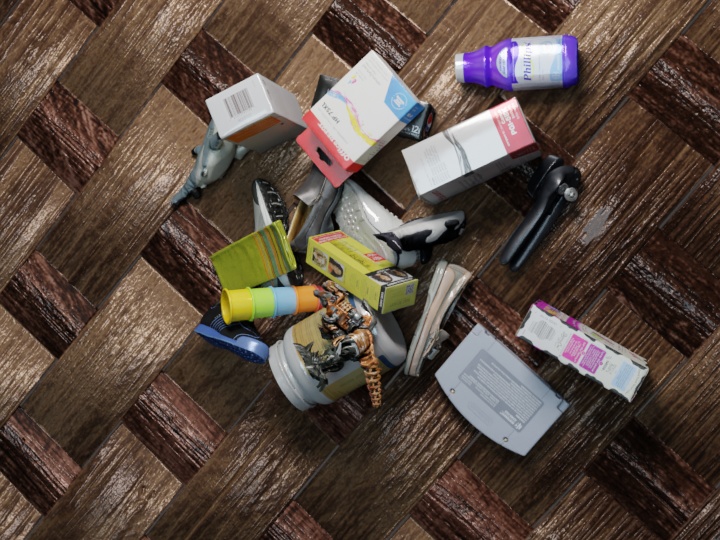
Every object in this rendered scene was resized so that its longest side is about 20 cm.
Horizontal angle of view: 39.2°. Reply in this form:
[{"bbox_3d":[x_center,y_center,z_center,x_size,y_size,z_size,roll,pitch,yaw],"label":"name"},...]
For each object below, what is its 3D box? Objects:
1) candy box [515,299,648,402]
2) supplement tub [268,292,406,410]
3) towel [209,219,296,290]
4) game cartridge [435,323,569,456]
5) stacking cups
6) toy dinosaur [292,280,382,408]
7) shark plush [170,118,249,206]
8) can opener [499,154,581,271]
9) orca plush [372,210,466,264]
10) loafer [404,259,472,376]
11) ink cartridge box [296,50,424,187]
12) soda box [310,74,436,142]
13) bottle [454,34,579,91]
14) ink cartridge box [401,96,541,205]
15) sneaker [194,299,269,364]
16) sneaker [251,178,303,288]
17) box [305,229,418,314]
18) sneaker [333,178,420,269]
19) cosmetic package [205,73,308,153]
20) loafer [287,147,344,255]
[{"bbox_3d":[0.348,0.122,1.584,0.199,0.136,0.061,29,98,13],"label":"candy box"},{"bbox_3d":[-0.038,0.131,1.674,0.199,0.145,0.146,-30,83,12],"label":"supplement tub"},{"bbox_3d":[-0.186,-0.016,1.724,0.199,0.018,0.087,-23,86,44],"label":"towel"},{"bbox_3d":[0.227,0.202,1.666,0.200,0.040,0.134,42,96,11],"label":"game cartridge"},{"bbox_3d":[-0.130,0.049,1.691,0.198,0.060,0.061,-6,88,-21],"label":"stacking cups"},{"bbox_3d":[-0.026,0.115,1.552,0.135,0.102,0.201,-28,53,-5],"label":"toy dinosaur"},{"bbox_3d":[-0.268,-0.197,1.793,0.083,0.090,0.201,48,122,29],"label":"shark plush"},{"bbox_3d":[0.293,-0.087,1.645,0.063,0.079,0.201,22,100,-26],"label":"can opener"},{"bbox_3d":[0.106,-0.043,1.626,0.104,0.200,0.072,-4,101,29],"label":"orca plush"},{"bbox_3d":[0.128,0.085,1.675,0.062,0.072,0.202,18,91,6],"label":"loafer"},{"bbox_3d":[-0.010,-0.241,1.635,0.200,0.067,0.116,-42,82,12],"label":"ink cartridge box"},{"bbox_3d":[0.022,-0.271,1.698,0.198,0.071,0.064,17,94,13],"label":"soda box"},{"bbox_3d":[0.254,-0.335,1.644,0.198,0.065,0.084,0,91,14],"label":"bottle"},{"bbox_3d":[0.179,-0.188,1.620,0.199,0.147,0.084,-24,83,12],"label":"ink cartridge box"},{"bbox_3d":[-0.209,0.098,1.712,0.199,0.070,0.078,16,68,49],"label":"sneaker"},{"bbox_3d":[-0.162,-0.061,1.744,0.079,0.074,0.202,-15,84,25],"label":"sneaker"},{"bbox_3d":[0.000,0.000,1.635,0.200,0.075,0.051,33,126,42],"label":"box"},{"bbox_3d":[0.024,-0.078,1.702,0.201,0.080,0.077,56,142,24],"label":"sneaker"},{"bbox_3d":[-0.168,-0.257,1.678,0.101,0.200,0.072,-24,85,13],"label":"cosmetic package"},{"bbox_3d":[-0.078,-0.123,1.707,0.072,0.073,0.202,7,94,-30],"label":"loafer"}]
